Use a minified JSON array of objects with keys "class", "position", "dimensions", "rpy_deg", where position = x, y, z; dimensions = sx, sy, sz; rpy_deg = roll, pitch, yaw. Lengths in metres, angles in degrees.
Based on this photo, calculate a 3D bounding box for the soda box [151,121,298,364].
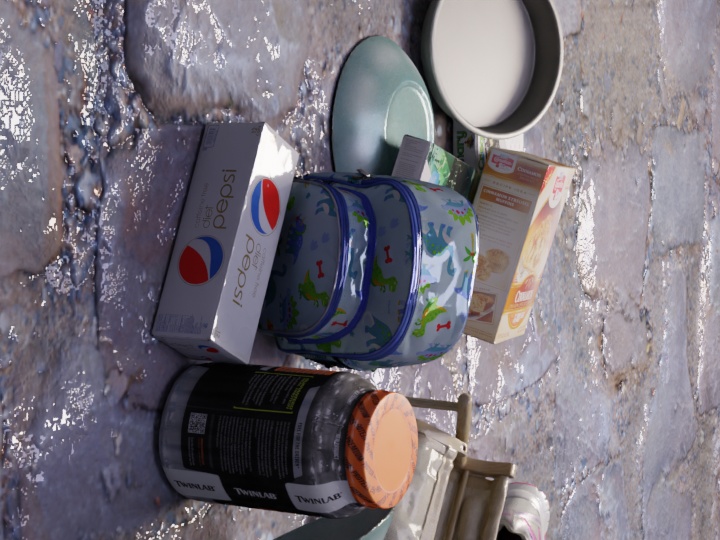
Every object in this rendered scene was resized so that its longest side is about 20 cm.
[{"class":"soda box","position":[-0.115,-0.025,1.450],"dimensions":[0.068,0.063,0.201],"rpy_deg":[40,59,-55]}]

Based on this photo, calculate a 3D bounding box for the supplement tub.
[{"class":"supplement tub","position":[-0.060,0.143,1.422],"dimensions":[0.122,0.199,0.124],"rpy_deg":[-8,100,-59]}]

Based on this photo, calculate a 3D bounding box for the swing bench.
[{"class":"swing bench","position":[0.058,0.249,1.723],"dimensions":[0.200,0.129,0.200],"rpy_deg":[57,44,-54]}]

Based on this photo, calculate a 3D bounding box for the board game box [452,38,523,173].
[{"class":"board game box","position":[0.148,-0.163,1.938],"dimensions":[0.126,0.034,0.202],"rpy_deg":[-6,98,-59]}]

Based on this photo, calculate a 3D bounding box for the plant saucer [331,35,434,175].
[{"class":"plant saucer","position":[0.035,-0.141,1.734],"dimensions":[0.201,0.038,0.203],"rpy_deg":[-11,102,-61]}]

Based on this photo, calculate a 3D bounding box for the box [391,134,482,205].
[{"class":"box","position":[0.069,-0.051,1.747],"dimensions":[0.200,0.036,0.145],"rpy_deg":[18,90,-70]}]

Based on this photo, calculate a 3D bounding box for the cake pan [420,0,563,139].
[{"class":"cake pan","position":[0.142,-0.245,1.855],"dimensions":[0.199,0.037,0.202],"rpy_deg":[-3,95,-38]}]

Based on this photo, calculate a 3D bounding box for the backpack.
[{"class":"backpack","position":[0.000,0.000,1.519],"dimensions":[0.146,0.199,0.185],"rpy_deg":[8,86,-41]}]

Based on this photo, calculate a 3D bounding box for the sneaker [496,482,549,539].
[{"class":"sneaker","position":[0.188,0.362,2.018],"dimensions":[0.088,0.081,0.201],"rpy_deg":[-29,109,-55]}]

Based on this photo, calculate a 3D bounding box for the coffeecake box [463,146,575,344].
[{"class":"coffeecake box","position":[0.162,-0.030,1.856],"dimensions":[0.153,0.073,0.201],"rpy_deg":[-7,114,-72]}]

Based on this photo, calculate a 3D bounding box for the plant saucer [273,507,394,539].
[{"class":"plant saucer","position":[-0.054,0.259,1.442],"dimensions":[0.201,0.200,0.039],"rpy_deg":[-28,93,-57]}]
